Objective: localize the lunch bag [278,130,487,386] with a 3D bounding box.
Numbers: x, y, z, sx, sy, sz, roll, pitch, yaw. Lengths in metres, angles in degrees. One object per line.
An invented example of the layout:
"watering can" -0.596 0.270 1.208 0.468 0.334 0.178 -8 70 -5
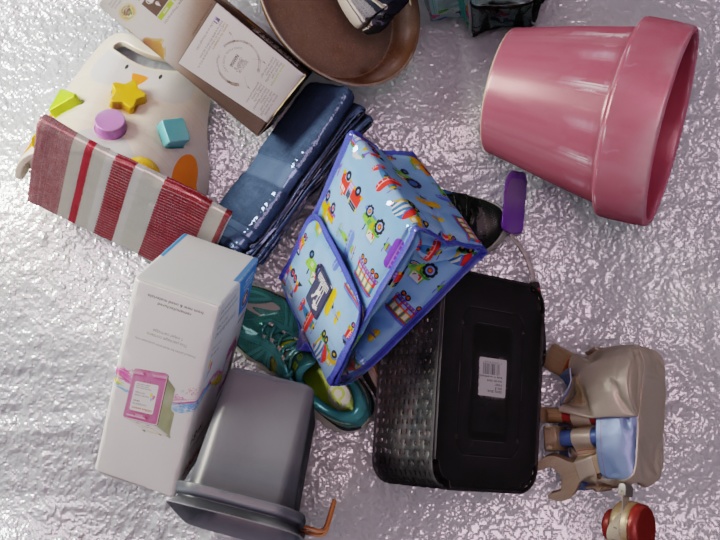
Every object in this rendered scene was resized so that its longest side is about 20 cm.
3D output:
"lunch bag" 0.000 0.000 1.065 0.201 0.094 0.151 -55 44 23

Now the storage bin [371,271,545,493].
"storage bin" 0.096 0.108 1.092 0.134 0.093 0.202 11 80 -36

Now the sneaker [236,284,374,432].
"sneaker" -0.062 0.083 1.138 0.200 0.080 0.078 39 84 8

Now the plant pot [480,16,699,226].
"plant pot" 0.222 -0.160 1.125 0.178 0.200 0.201 16 81 20

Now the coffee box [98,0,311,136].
"coffee box" -0.151 -0.232 1.144 0.200 0.114 0.080 39 101 -6

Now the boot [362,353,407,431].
"boot" 0.025 0.069 1.146 0.075 0.074 0.201 -22 78 -9

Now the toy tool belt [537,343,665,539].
"toy tool belt" 0.229 0.170 1.114 0.122 0.124 0.202 -5 74 39

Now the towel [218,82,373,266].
"towel" -0.075 -0.099 1.159 0.048 0.112 0.201 38 85 -31

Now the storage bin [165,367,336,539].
"storage bin" -0.088 0.181 1.073 0.144 0.200 0.135 14 72 3

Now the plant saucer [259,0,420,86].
"plant saucer" -0.027 -0.277 1.162 0.199 0.034 0.202 12 69 -32

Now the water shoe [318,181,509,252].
"water shoe" 0.054 -0.054 1.157 0.198 0.079 0.072 6 81 2

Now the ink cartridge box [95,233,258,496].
"ink cartridge box" -0.171 0.087 1.070 0.084 0.145 0.201 19 110 3

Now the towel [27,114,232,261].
"towel" -0.231 -0.069 1.122 0.199 0.144 0.023 26 57 -7

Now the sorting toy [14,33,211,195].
"sorting toy" -0.241 -0.164 1.187 0.198 0.107 0.181 16 63 4

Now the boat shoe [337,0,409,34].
"boat shoe" -0.012 -0.337 1.110 0.075 0.093 0.200 -43 100 -34

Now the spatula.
"spatula" 0.169 -0.002 1.161 0.020 0.056 0.202 -14 81 30

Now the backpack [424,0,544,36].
"backpack" 0.124 -0.346 1.141 0.149 0.200 0.179 -5 82 0
